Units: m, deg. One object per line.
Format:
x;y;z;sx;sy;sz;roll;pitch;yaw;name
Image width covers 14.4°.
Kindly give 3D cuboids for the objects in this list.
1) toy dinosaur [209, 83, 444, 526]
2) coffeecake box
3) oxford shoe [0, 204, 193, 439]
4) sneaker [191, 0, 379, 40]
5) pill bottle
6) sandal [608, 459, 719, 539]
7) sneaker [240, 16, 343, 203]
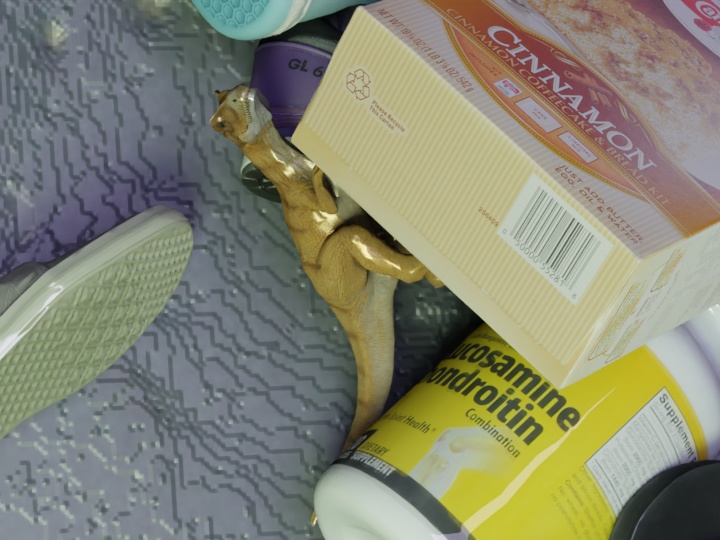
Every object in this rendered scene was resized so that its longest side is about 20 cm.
0.000;0.000;1.197;0.106;0.060;0.201;-13;112;21;toy dinosaur
0.096;-0.054;1.158;0.153;0.073;0.200;43;37;19;coffeecake box
-0.152;0.031;1.167;0.200;0.075;0.058;-39;58;-22;oxford shoe
-0.042;-0.190;1.240;0.130;0.080;0.201;-11;68;-41;sneaker
0.084;0.069;1.211;0.200;0.112;0.112;-42;96;-20;pill bottle
0.195;0.134;1.188;0.200;0.043;0.076;23;82;-21;sandal
0.049;-0.069;1.245;0.199;0.076;0.088;9;73;-17;sneaker
